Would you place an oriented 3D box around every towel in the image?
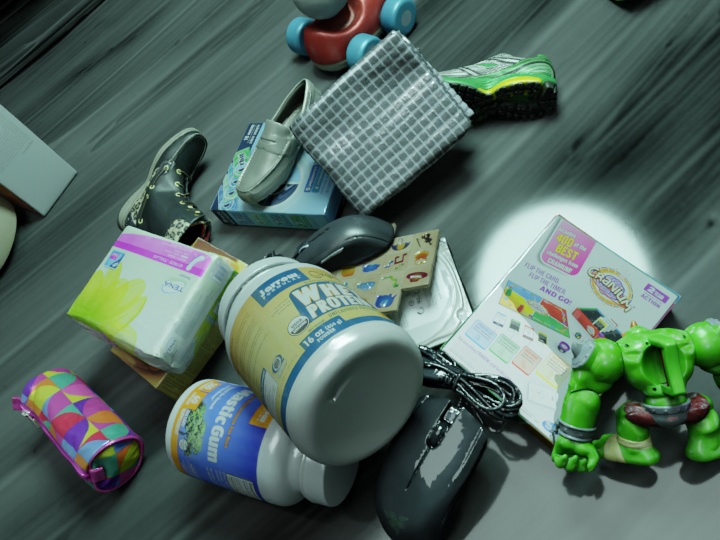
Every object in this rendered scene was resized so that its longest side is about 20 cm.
[{"bbox_3d":[0.029,-0.191,0.812,0.200,0.086,0.166,-40,91,13],"label":"towel"}]

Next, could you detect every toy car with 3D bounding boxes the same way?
[{"bbox_3d":[-0.042,-0.443,0.986,0.184,0.200,0.177,31,76,34],"label":"toy car"}]

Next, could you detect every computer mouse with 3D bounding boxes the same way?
[{"bbox_3d":[-0.057,-0.012,0.785,0.199,0.046,0.141,-16,35,18],"label":"computer mouse"},{"bbox_3d":[0.063,0.183,0.613,0.138,0.053,0.201,20,93,31],"label":"computer mouse"}]

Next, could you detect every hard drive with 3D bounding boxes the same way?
[{"bbox_3d":[0.033,0.055,0.755,0.199,0.038,0.140,-22,54,12],"label":"hard drive"}]

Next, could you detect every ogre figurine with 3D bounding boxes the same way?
[{"bbox_3d":[0.270,0.109,0.555,0.199,0.098,0.121,-7,100,24],"label":"ogre figurine"}]

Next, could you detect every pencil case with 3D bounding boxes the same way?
[{"bbox_3d":[-0.370,0.206,0.815,0.199,0.088,0.089,23,72,33],"label":"pencil case"}]

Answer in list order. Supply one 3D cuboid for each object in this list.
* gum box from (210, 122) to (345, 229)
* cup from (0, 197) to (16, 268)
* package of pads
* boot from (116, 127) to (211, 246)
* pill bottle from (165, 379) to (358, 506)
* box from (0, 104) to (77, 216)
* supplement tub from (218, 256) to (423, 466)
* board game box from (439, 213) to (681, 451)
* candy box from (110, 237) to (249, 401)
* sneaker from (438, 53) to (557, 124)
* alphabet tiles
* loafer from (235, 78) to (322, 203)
[{"bbox_3d":[-0.107,-0.147,0.933,0.199,0.045,0.171,5,63,27],"label":"gum box"},{"bbox_3d":[-0.733,-0.067,1.084,0.199,0.143,0.201,-10,66,24],"label":"cup"},{"bbox_3d":[-0.275,0.036,0.816,0.199,0.068,0.155,15,68,32],"label":"package of pads"},{"bbox_3d":[-0.275,-0.115,0.974,0.153,0.073,0.204,30,83,32],"label":"boot"},{"bbox_3d":[-0.106,0.192,0.687,0.199,0.112,0.113,6,64,27],"label":"pill bottle"},{"bbox_3d":[-0.651,-0.209,1.116,0.152,0.200,0.107,16,68,31],"label":"box"},{"bbox_3d":[-0.048,0.080,0.624,0.145,0.145,0.200,-47,43,-8],"label":"supplement tub"},{"bbox_3d":[0.206,0.061,0.651,0.153,0.040,0.200,40,82,22],"label":"board game box"},{"bbox_3d":[-0.238,0.063,0.860,0.116,0.057,0.200,25,72,34],"label":"candy box"},{"bbox_3d":[0.171,-0.255,0.866,0.199,0.078,0.086,3,55,15],"label":"sneaker"},{"bbox_3d":[0.000,0.000,0.776,0.199,0.008,0.168,-10,38,25],"label":"alphabet tiles"},{"bbox_3d":[-0.120,-0.187,0.891,0.070,0.070,0.201,19,70,31],"label":"loafer"}]
